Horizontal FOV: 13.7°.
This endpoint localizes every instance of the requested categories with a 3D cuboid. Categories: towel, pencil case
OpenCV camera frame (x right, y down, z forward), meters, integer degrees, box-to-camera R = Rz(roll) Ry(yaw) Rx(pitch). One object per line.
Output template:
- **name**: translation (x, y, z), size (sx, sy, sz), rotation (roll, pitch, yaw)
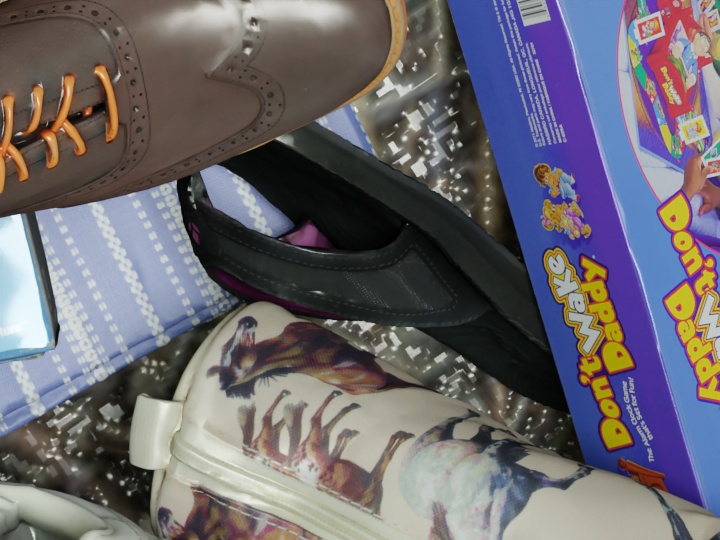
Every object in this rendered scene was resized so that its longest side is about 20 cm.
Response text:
- **towel**: translation (-0.105, -0.033, 0.911), size (0.200, 0.024, 0.145), rotation (-28, 96, -7)
- **pencil case**: translation (0.035, 0.079, 0.828), size (0.200, 0.089, 0.078), rotation (24, 94, 18)

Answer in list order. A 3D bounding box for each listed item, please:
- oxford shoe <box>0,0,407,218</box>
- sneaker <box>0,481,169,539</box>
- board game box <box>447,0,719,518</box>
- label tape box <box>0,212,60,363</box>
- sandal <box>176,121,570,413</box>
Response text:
- **oxford shoe**: translation (-0.084, -0.038, 0.780), size (0.200, 0.073, 0.071), rotation (-14, 116, 2)
- **sneaker**: translation (-0.110, 0.081, 0.822), size (0.100, 0.200, 0.075), rotation (42, 63, -40)
- **board game box**: translation (0.112, -0.013, 0.897), size (0.134, 0.045, 0.200), rotation (-22, 99, -39)
- **label tape box**: translation (-0.177, -0.060, 0.849), size (0.144, 0.063, 0.200), rotation (-13, 96, -1)
- **sandal**: translation (0.001, 0.000, 0.876), size (0.200, 0.075, 0.048), rotation (34, 74, -26)
